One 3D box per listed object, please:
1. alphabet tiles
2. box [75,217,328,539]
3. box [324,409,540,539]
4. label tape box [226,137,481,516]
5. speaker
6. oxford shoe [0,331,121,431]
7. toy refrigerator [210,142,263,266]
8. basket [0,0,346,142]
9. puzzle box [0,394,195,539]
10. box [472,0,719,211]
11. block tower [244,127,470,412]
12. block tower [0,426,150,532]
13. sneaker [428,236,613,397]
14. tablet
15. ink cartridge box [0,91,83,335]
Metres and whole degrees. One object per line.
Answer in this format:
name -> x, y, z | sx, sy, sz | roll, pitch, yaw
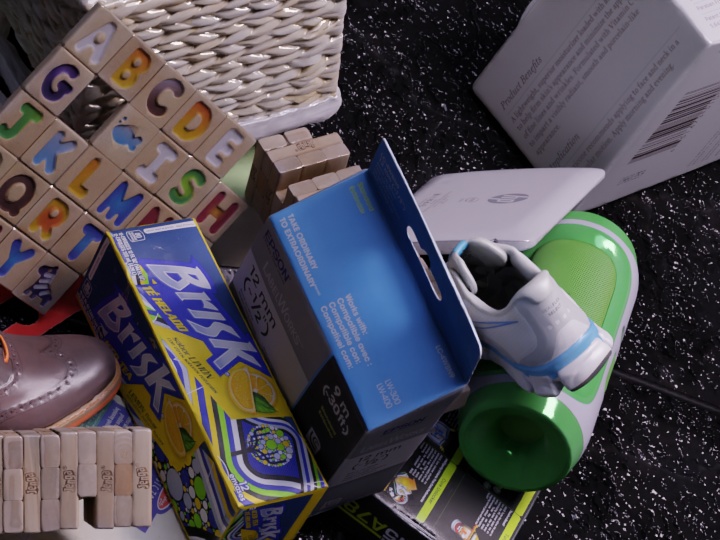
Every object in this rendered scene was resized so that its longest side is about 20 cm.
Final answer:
alphabet tiles -> -0.155, -0.049, 1.574 | 0.008, 0.167, 0.200 | 45, 3, 42
box -> -0.097, 0.069, 1.553 | 0.064, 0.070, 0.201 | -10, 59, -33
box -> 0.032, 0.092, 1.679 | 0.193, 0.048, 0.200 | 38, 42, -3
label tape box -> -0.011, 0.037, 1.517 | 0.066, 0.200, 0.144 | -17, 70, -24
speaker -> 0.122, 0.049, 1.683 | 0.088, 0.089, 0.200 | 31, 41, -6
oxford shoe -> -0.222, 0.059, 1.499 | 0.199, 0.073, 0.071 | -11, 43, -34
toy refrigerator -> -0.113, -0.105, 1.734 | 0.076, 0.070, 0.201 | 5, 51, -29
basket -> -0.131, -0.189, 1.641 | 0.199, 0.161, 0.199 | -18, 55, -21
puzzle box -> -0.147, 0.162, 1.511 | 0.133, 0.025, 0.200 | 33, 42, -4
box -> 0.223, -0.169, 1.917 | 0.199, 0.199, 0.131 | -21, 67, -43
block tower -> 0.000, 0.000, 1.609 | 0.054, 0.058, 0.200 | -17, 57, -26
block tower -> -0.217, 0.116, 1.434 | 0.199, 0.054, 0.058 | 0, 89, -13
sneaker -> 0.072, 0.012, 1.610 | 0.075, 0.200, 0.087 | -44, 119, -22
tablet -> 0.079, -0.041, 1.749 | 0.129, 0.014, 0.200 | -2, 15, 20
ink cartridge box -> -0.255, -0.043, 1.604 | 0.200, 0.050, 0.161 | 44, 43, 10
